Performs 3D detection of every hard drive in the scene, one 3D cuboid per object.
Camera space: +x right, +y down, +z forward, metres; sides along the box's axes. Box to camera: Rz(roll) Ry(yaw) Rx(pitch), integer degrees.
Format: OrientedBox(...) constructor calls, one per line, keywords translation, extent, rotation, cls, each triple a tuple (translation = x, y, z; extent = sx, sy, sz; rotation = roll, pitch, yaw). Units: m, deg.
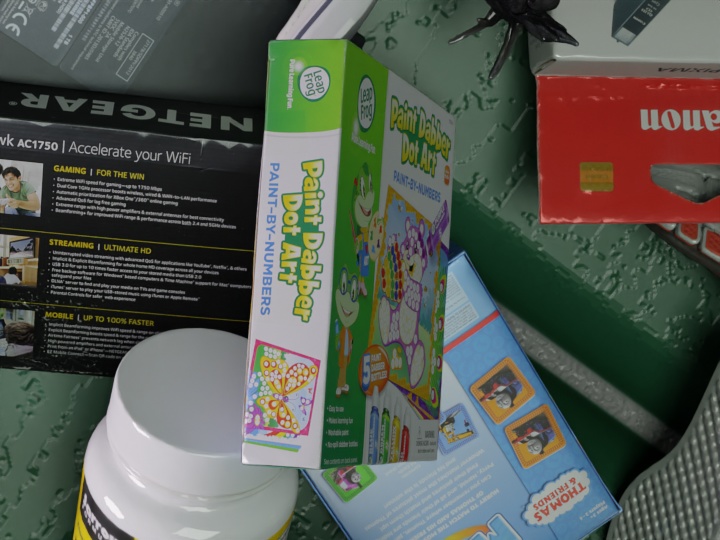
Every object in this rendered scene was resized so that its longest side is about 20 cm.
OrientedBox(translation=(-0.115, -0.124, 0.858), extent=(0.200, 0.033, 0.140), rotation=(34, 94, -19), cls="hard drive")

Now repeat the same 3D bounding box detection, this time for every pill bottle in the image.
OrientedBox(translation=(-0.096, 0.136, 0.850), extent=(0.114, 0.115, 0.201), rotation=(3, 128, -14), cls="pill bottle")

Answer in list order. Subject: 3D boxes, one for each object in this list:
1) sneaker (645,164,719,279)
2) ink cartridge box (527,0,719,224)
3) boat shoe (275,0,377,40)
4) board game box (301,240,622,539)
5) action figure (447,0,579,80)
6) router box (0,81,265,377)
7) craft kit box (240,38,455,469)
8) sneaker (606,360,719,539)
OrientedBox(translation=(0.243, 0.004, 0.954), extent=(0.199, 0.082, 0.077), rotation=(28, 55, 3), cls="sneaker")
OrientedBox(translation=(0.195, -0.117, 0.899), extent=(0.199, 0.045, 0.177), rotation=(-1, 83, -13), cls="ink cartridge box")
OrientedBox(translation=(0.000, -0.190, 0.836), extent=(0.066, 0.072, 0.201), rotation=(32, 81, -5), cls="boat shoe")
OrientedBox(translation=(0.046, 0.107, 0.953), extent=(0.151, 0.037, 0.200), rotation=(-34, 107, -3), cls="board game box")
OrientedBox(translation=(0.105, -0.194, 0.807), extent=(0.102, 0.119, 0.201), rotation=(-15, 139, -29), cls="action figure")
OrientedBox(translation=(-0.128, -0.017, 0.846), extent=(0.199, 0.051, 0.150), rotation=(6, 117, -8), cls="router box")
OrientedBox(translation=(0.000, 0.000, 0.810), extent=(0.048, 0.200, 0.199), rotation=(-1, 85, 18), cls="craft kit box")
OrientedBox(translation=(0.237, 0.127, 0.983), extent=(0.104, 0.075, 0.201), rotation=(4, 122, -40), cls="sneaker")
